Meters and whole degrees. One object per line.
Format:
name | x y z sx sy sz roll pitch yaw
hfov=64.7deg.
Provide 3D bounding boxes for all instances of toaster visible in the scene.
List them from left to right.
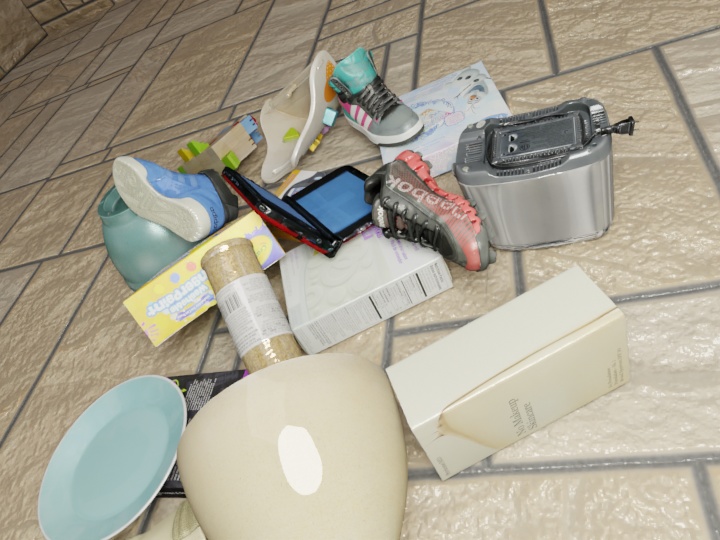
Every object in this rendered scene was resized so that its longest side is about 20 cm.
toaster | 0.208 -0.104 0.643 0.196 0.130 0.115 -8 46 23

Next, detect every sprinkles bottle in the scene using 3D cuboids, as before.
sprinkles bottle | -0.115 0.063 0.643 0.067 0.068 0.203 -28 75 1

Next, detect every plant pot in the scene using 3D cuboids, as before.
plant pot | -0.347 -0.084 0.948 0.196 0.135 0.203 -16 42 15
plant pot | -0.040 0.187 0.463 0.198 0.201 0.136 -29 50 1

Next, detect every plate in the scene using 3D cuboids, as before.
plate | -0.276 0.213 0.645 0.196 0.026 0.203 -16 44 17

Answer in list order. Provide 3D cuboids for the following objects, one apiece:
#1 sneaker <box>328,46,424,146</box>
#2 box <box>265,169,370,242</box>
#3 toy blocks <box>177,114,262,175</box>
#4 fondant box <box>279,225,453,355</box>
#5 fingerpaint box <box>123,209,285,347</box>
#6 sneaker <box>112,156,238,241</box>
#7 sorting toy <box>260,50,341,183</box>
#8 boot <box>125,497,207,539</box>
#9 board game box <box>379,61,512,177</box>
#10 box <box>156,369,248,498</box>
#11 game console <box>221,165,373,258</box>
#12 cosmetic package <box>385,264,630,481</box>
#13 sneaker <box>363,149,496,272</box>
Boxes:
sneaker | 0.016 -0.271 0.864 0.083 0.122 0.200 -40 40 -9
box | -0.059 -0.096 0.862 0.197 0.042 0.120 10 55 40
toy blocks | -0.245 -0.231 1.059 0.198 0.101 0.137 -6 37 53
fondant box | 0.000 0.000 0.719 0.197 0.059 0.146 -25 41 4
fingerpaint box | -0.206 -0.001 0.777 0.198 0.074 0.167 -36 12 -5
sneaker | -0.270 -0.119 0.851 0.197 0.078 0.111 28 35 21
sorting toy | -0.109 -0.240 0.979 0.198 0.106 0.183 -16 47 53
boot | -0.178 0.311 0.506 0.154 0.073 0.201 -33 35 1
board game box | 0.122 -0.226 0.880 0.196 0.044 0.201 -20 40 12
box | -0.201 0.190 0.667 0.196 0.036 0.145 -8 46 22
game console | -0.068 -0.112 0.752 0.120 0.171 0.200 -57 34 5
cosmetic package | 0.134 0.094 0.513 0.197 0.104 0.074 -30 41 2
sneaker | 0.068 -0.059 0.636 0.096 0.072 0.201 -23 48 -17
